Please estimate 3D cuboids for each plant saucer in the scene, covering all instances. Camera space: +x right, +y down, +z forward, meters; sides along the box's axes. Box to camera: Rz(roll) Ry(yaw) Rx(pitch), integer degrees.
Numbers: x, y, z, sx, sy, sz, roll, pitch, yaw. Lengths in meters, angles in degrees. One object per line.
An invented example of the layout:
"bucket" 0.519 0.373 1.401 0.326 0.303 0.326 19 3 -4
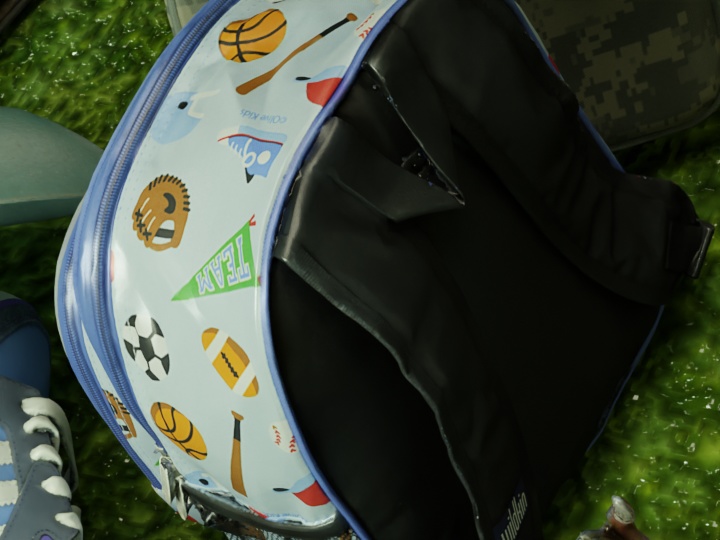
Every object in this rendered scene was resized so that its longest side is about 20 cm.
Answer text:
"plant saucer" -0.172 -0.031 0.820 0.200 0.201 0.039 -7 89 16

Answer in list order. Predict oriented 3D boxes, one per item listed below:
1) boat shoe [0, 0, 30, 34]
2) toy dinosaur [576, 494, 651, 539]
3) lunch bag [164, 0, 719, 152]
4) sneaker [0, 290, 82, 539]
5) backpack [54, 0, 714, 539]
"boat shoe" -0.179 -0.111 0.963 0.060 0.072 0.202 9 52 32
"toy dinosaur" 0.122 0.140 0.623 0.200 0.105 0.182 -34 67 -25
"lunch bag" 0.022 -0.123 0.858 0.199 0.140 0.168 -16 30 6
"sneaker" -0.093 0.098 0.752 0.146 0.081 0.201 7 50 15
"backpack" 0.000 0.000 0.715 0.153 0.191 0.201 9 56 28
